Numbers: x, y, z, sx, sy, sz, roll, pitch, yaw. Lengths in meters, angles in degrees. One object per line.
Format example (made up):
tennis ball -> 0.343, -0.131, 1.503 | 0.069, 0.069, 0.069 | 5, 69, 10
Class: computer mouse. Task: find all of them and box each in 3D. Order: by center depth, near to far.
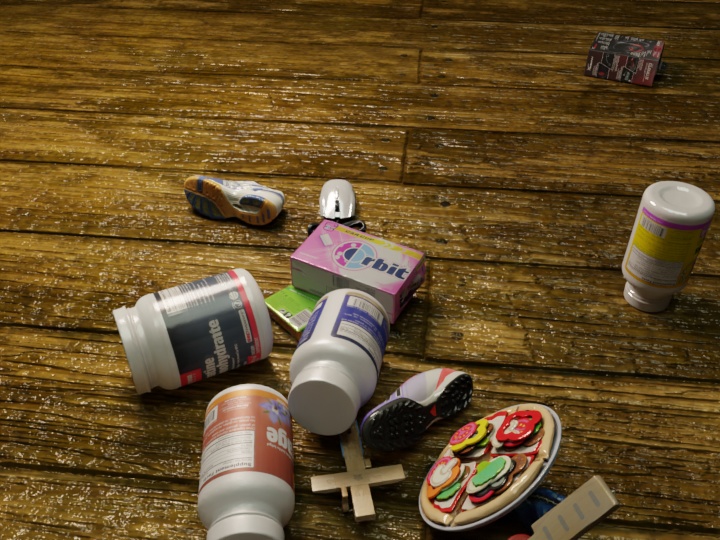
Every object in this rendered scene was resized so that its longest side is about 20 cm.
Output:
computer mouse -> -0.047, -0.128, 1.341 | 0.109, 0.044, 0.200 | -3, 39, -2

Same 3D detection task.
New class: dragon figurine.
dragon figurine -> 0.191, 0.258, 0.788 | 0.099, 0.200, 0.059 | 40, 64, -1

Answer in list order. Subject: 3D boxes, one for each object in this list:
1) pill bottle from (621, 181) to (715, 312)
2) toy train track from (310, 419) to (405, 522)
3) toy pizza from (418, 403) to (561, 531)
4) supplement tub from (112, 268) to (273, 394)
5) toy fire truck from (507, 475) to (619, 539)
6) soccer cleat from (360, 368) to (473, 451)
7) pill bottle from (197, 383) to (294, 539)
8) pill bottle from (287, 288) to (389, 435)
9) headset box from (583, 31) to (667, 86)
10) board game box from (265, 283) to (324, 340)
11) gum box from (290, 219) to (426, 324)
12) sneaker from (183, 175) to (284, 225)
pill bottle -> 0.478, -0.033, 1.097 | 0.104, 0.201, 0.105 | 0, 39, 0
toy train track -> -0.009, 0.245, 0.893 | 0.114, 0.033, 0.200 | -6, 32, -7
toy pizza -> 0.146, 0.222, 0.820 | 0.200, 0.032, 0.200 | -36, 11, 8
supplement tub -> -0.238, 0.087, 0.999 | 0.199, 0.141, 0.140 | -17, 42, -20
toy fire truck -> 0.203, 0.317, 0.665 | 0.128, 0.201, 0.176 | -25, 45, -27
soccer cleat -> 0.066, 0.182, 0.932 | 0.199, 0.069, 0.073 | -19, 20, -39
pill bottle -> -0.134, 0.244, 0.827 | 0.112, 0.113, 0.200 | -4, 40, -5
pill bottle -> -0.031, 0.124, 0.948 | 0.119, 0.120, 0.200 | 7, 30, 9
headset box -> 0.719, -0.568, 1.859 | 0.199, 0.075, 0.149 | 16, 42, 19
board game box -> -0.054, 0.037, 1.151 | 0.200, 0.030, 0.095 | -32, 50, -30
gum box -> 0.000, 0.000, 1.125 | 0.199, 0.066, 0.114 | 20, 45, 20
sneaker -> -0.243, -0.141, 1.350 | 0.199, 0.076, 0.088 | 18, 30, 11
